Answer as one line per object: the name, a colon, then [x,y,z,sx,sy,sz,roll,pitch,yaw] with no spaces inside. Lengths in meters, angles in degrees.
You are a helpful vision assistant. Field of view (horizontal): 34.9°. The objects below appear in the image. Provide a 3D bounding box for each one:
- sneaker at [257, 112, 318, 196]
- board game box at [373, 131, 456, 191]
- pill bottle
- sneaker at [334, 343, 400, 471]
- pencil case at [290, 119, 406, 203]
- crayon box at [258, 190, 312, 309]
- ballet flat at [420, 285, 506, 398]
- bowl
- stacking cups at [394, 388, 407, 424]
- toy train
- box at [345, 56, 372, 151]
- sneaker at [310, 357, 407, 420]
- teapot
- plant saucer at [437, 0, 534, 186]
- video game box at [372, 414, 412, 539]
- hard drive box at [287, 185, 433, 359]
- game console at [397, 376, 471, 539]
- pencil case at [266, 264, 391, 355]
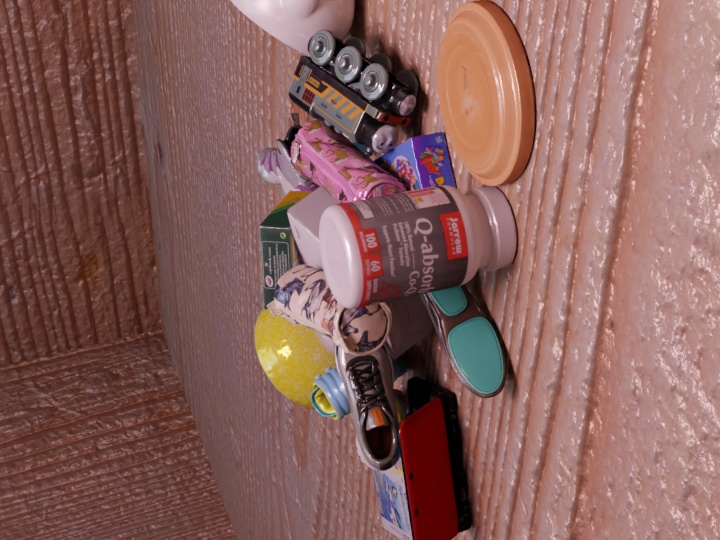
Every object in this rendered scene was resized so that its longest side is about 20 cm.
sneaker: [-0.118,-0.206,1.945,0.200,0.077,0.140,41,139,47]
board game box: [0.067,-0.090,1.479,0.200,0.045,0.135,164,94,-73]
pill bottle: [0.063,-0.032,1.272,0.116,0.199,0.116,168,90,-73]
sneaker: [0.016,0.163,1.491,0.079,0.074,0.201,133,123,-85]
pencil case: [-0.016,-0.120,1.470,0.200,0.086,0.083,45,153,45]
crayon box: [-0.096,-0.037,1.675,0.200,0.051,0.126,-58,-30,-66]
ballet flat: [0.121,0.064,1.383,0.068,0.068,0.201,84,164,-72]
bowl: [-0.058,0.111,1.827,0.108,0.200,0.201,-35,65,39]
stacking cups: [0.043,0.203,1.637,0.200,0.060,0.061,6,-109,-81]
toy train: [-0.010,-0.230,1.473,0.200,0.085,0.114,40,116,36]
box: [-0.008,-0.217,1.622,0.200,0.049,0.083,125,131,-67]
sneaker: [-0.008,0.152,1.639,0.080,0.130,0.200,56,-172,6]
teapot: [-0.079,-0.398,1.573,0.200,0.197,0.146,45,109,27]
plant saucer: [0.129,-0.190,1.246,0.200,0.032,0.201,168,90,-72]
video game box: [0.065,0.317,1.757,0.182,0.047,0.201,179,79,-70]
hard drive box: [0.000,0.000,1.544,0.200,0.077,0.156,42,160,31]
game console: [0.076,0.267,1.559,0.172,0.118,0.201,18,118,63]
pencil case: [-0.039,0.051,1.463,0.078,0.089,0.200,51,165,-28]
